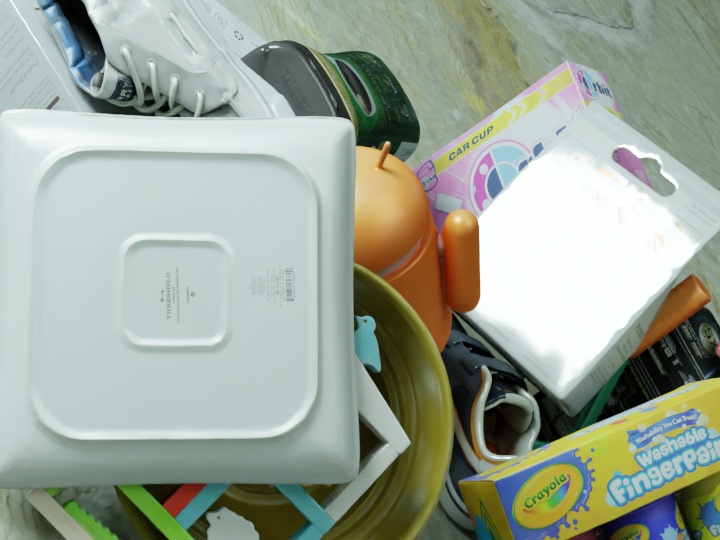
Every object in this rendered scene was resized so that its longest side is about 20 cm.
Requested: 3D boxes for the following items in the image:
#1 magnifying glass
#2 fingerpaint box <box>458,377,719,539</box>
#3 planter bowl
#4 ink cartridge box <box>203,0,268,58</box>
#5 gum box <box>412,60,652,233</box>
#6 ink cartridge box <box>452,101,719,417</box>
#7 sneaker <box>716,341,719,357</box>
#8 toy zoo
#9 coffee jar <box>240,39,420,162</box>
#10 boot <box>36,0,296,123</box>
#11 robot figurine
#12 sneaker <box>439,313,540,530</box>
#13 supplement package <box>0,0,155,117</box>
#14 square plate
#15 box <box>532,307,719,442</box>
[{"bbox_3d":[0.189,0.073,0.998,0.022,0.200,0.080,15,40,-54],"label":"magnifying glass"},{"bbox_3d":[0.190,0.185,0.866,0.198,0.073,0.169,-18,86,-18],"label":"fingerpaint box"},{"bbox_3d":[-0.050,0.091,0.752,0.201,0.200,0.083,46,-12,-4],"label":"planter bowl"},{"bbox_3d":[-0.151,-0.161,0.975,0.196,0.043,0.201,38,34,-22],"label":"ink cartridge box"},{"bbox_3d":[0.139,-0.075,1.104,0.066,0.199,0.115,7,58,-48],"label":"gum box"},{"bbox_3d":[0.172,-0.013,0.994,0.160,0.200,0.047,43,-4,31],"label":"ink cartridge box"},{"bbox_3d":[0.325,0.123,0.947,0.086,0.074,0.202,3,49,-31],"label":"sneaker"},{"bbox_3d":[-0.064,0.097,0.696,0.131,0.200,0.020,45,-12,-5],"label":"toy zoo"},{"bbox_3d":[-0.030,-0.118,0.973,0.105,0.085,0.200,59,21,7],"label":"coffee jar"},{"bbox_3d":[-0.113,-0.101,0.735,0.095,0.074,0.201,-20,68,-46],"label":"boot"},{"bbox_3d":[0.002,-0.001,0.874,0.143,0.201,0.117,22,53,35],"label":"robot figurine"},{"bbox_3d":[0.089,0.093,0.971,0.078,0.079,0.201,22,39,-36],"label":"sneaker"},{"bbox_3d":[-0.158,-0.058,0.790,0.113,0.109,0.201,-14,67,-56],"label":"supplement package"},{"bbox_3d":[-0.097,0.012,0.674,0.195,0.028,0.203,0,81,-7],"label":"square plate"},{"bbox_3d":[0.247,0.154,1.021,0.086,0.164,0.201,5,51,-49],"label":"box"}]
